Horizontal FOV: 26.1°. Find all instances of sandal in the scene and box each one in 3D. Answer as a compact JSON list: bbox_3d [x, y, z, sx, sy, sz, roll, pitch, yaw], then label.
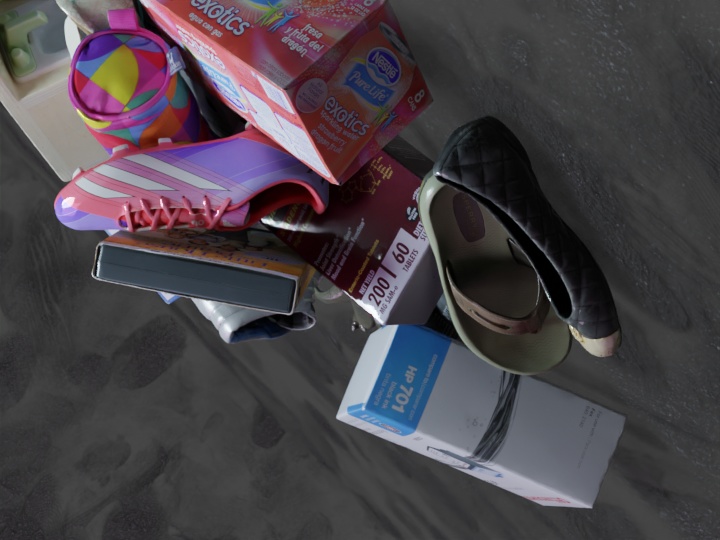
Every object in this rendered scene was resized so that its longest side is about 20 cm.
[{"bbox_3d":[0.095,0.009,1.085,0.201,0.080,0.057,59,-179,-39],"label":"sandal"}]

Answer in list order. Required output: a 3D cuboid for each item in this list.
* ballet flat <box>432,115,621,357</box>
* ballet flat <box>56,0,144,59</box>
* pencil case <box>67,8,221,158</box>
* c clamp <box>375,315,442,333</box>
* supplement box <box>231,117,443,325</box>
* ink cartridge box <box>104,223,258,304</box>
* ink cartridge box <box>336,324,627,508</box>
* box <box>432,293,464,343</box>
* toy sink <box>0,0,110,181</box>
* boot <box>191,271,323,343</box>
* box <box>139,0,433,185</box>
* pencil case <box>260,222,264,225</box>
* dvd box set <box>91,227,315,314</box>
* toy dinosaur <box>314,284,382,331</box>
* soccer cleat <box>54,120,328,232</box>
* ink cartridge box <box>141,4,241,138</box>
[{"bbox_3d":[0.111,-0.015,1.024,0.200,0.057,0.066,53,168,-24],"label":"ballet flat"},{"bbox_3d":[-0.192,-0.169,1.191,0.067,0.062,0.200,48,168,21],"label":"ballet flat"},{"bbox_3d":[-0.154,-0.112,1.172,0.088,0.088,0.200,44,170,20],"label":"pencil case"},{"bbox_3d":[0.000,0.000,1.297,0.171,0.027,0.200,40,167,36],"label":"c clamp"},{"bbox_3d":[-0.011,-0.059,1.161,0.200,0.109,0.061,39,-159,29],"label":"supplement box"},{"bbox_3d":[-0.166,-0.081,1.572,0.076,0.200,0.136,-27,106,43],"label":"ink cartridge box"},{"bbox_3d":[0.095,0.118,1.261,0.200,0.086,0.146,25,169,-4],"label":"ink cartridge box"},{"bbox_3d":[0.043,-0.014,1.292,0.158,0.050,0.200,46,168,9],"label":"box"},{"bbox_3d":[-0.256,-0.191,1.327,0.200,0.112,0.130,66,178,-64],"label":"toy sink"},{"bbox_3d":[-0.063,0.015,1.419,0.096,0.200,0.074,56,140,25],"label":"boot"},{"bbox_3d":[-0.056,-0.158,1.070,0.200,0.095,0.103,38,165,42],"label":"box"},{"bbox_3d":[-0.092,-0.085,1.432,0.085,0.092,0.200,62,163,-19],"label":"pencil case"},{"bbox_3d":[-0.110,-0.009,1.178,0.146,0.029,0.200,10,-171,2],"label":"dvd box set"},{"bbox_3d":[0.030,0.042,1.511,0.200,0.077,0.102,47,157,32],"label":"toy dinosaur"},{"bbox_3d":[-0.121,-0.055,1.116,0.067,0.200,0.076,80,175,-68],"label":"soccer cleat"},{"bbox_3d":[-0.131,-0.198,1.236,0.147,0.083,0.200,35,161,47],"label":"ink cartridge box"}]
